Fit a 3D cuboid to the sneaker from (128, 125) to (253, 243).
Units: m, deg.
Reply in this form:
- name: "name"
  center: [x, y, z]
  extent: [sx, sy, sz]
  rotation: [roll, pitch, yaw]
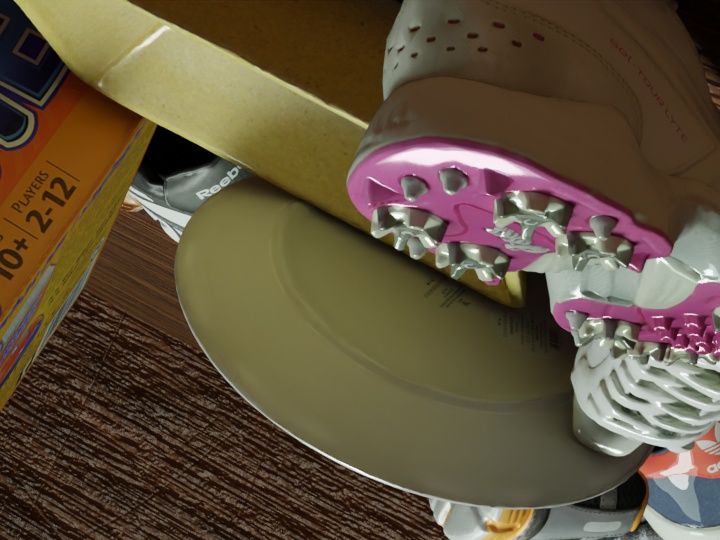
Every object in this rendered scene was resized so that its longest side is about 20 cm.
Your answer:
- name: "sneaker"
  center: [-0.071, -0.045, 1.016]
  extent: [0.200, 0.066, 0.090]
  rotation: [36, 173, -30]

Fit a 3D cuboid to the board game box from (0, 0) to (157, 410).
- name: "board game box"
  center: [-0.224, -0.026, 0.909]
  extent: [0.200, 0.200, 0.200]
  rotation: [31, 142, -2]

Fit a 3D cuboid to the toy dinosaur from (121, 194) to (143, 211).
- name: "toy dinosaur"
  center: [-0.138, -0.059, 1.114]
  extent: [0.136, 0.102, 0.200]
  rotation: [-4, 128, 47]

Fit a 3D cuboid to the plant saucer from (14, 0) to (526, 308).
- name: "plant saucer"
  center: [-0.024, -0.067, 0.740]
  extent: [0.200, 0.048, 0.200]
  rotation: [27, 173, 10]

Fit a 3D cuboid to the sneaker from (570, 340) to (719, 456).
- name: "sneaker"
  center: [0.112, 0.021, 0.701]
  extent: [0.076, 0.081, 0.200]
  rotation: [30, 172, 4]

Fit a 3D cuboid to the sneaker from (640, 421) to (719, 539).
- name: "sneaker"
  center: [0.107, 0.039, 0.951]
  extent: [0.200, 0.075, 0.085]
  rotation: [35, 152, 46]

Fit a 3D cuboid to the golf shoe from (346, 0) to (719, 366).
- name: "golf shoe"
  center: [0.069, -0.030, 0.527]
  extent: [0.075, 0.092, 0.200]
  rotation: [-4, 163, 28]

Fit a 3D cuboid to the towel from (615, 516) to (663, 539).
- name: "towel"
  center: [0.168, 0.144, 1.088]
  extent: [0.165, 0.086, 0.200]
  rotation: [-11, 152, 24]

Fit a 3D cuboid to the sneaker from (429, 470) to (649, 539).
- name: "sneaker"
  center: [0.061, 0.047, 0.894]
  extent: [0.077, 0.078, 0.200]
  rotation: [12, -146, -17]

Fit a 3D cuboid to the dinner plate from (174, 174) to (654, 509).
- name: "dinner plate"
  center: [0.027, 0.015, 0.827]
  extent: [0.200, 0.024, 0.200]
  rotation: [16, -145, -12]
